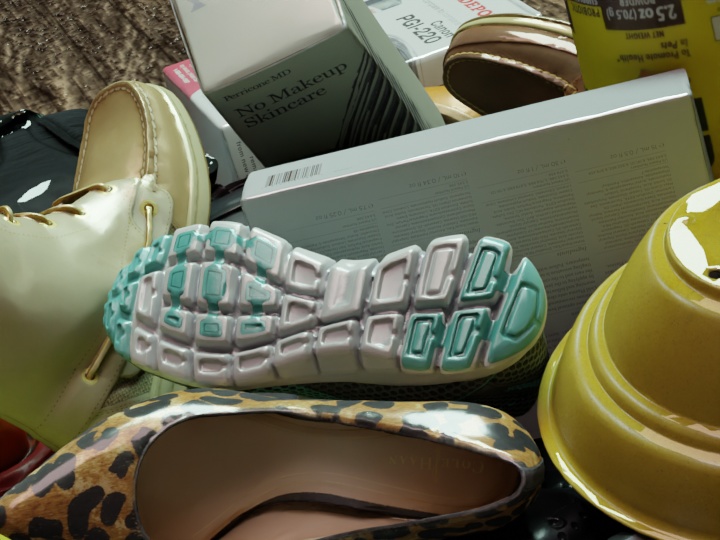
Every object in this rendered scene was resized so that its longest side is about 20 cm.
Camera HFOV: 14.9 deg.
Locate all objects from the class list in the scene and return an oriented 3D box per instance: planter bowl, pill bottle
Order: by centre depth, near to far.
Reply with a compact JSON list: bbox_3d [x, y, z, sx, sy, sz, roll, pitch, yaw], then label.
[{"bbox_3d":[0.166,0.017,1.067,0.200,0.084,0.200,-5,36,4],"label":"planter bowl"},{"bbox_3d":[0.162,-0.072,1.266,0.109,0.200,0.109,-14,22,6],"label":"pill bottle"}]

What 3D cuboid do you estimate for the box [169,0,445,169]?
[{"bbox_3d":[-0.016,-0.084,1.369,0.082,0.200,0.068,-25,60,10],"label":"box"}]

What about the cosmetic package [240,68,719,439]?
[{"bbox_3d":[0.063,0.009,1.207,0.200,0.151,0.052,-13,16,7],"label":"cosmetic package"}]

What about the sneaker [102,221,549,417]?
[{"bbox_3d":[-0.011,0.033,1.155,0.200,0.091,0.078,5,64,22],"label":"sneaker"}]

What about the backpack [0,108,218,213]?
[{"bbox_3d":[-0.167,-0.014,1.459,0.167,0.127,0.200,-9,19,-13],"label":"backpack"}]

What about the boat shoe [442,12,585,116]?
[{"bbox_3d":[0.126,-0.068,1.385,0.200,0.072,0.068,25,59,17],"label":"boat shoe"}]

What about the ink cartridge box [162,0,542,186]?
[{"bbox_3d":[0.003,-0.097,1.594,0.200,0.085,0.146,-19,23,-12],"label":"ink cartridge box"}]

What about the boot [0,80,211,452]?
[{"bbox_3d":[-0.149,-0.018,1.212,0.073,0.155,0.200,-27,50,43],"label":"boot"}]

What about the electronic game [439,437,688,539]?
[{"bbox_3d":[0.058,0.115,1.104,0.200,0.042,0.200,-15,14,4],"label":"electronic game"}]

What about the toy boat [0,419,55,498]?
[{"bbox_3d":[-0.176,0.072,1.251,0.130,0.131,0.200,-3,25,30],"label":"toy boat"}]

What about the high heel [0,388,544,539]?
[{"bbox_3d":[-0.034,0.082,1.064,0.200,0.072,0.143,-7,3,-24],"label":"high heel"}]

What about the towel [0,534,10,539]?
[{"bbox_3d":[-0.104,0.112,1.161,0.200,0.018,0.086,-5,11,-39],"label":"towel"}]

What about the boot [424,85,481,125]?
[{"bbox_3d":[0.113,-0.100,1.505,0.201,0.071,0.144,11,49,27],"label":"boot"}]

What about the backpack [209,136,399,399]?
[{"bbox_3d":[0.000,0.000,1.306,0.200,0.154,0.163,1,12,-6],"label":"backpack"}]
